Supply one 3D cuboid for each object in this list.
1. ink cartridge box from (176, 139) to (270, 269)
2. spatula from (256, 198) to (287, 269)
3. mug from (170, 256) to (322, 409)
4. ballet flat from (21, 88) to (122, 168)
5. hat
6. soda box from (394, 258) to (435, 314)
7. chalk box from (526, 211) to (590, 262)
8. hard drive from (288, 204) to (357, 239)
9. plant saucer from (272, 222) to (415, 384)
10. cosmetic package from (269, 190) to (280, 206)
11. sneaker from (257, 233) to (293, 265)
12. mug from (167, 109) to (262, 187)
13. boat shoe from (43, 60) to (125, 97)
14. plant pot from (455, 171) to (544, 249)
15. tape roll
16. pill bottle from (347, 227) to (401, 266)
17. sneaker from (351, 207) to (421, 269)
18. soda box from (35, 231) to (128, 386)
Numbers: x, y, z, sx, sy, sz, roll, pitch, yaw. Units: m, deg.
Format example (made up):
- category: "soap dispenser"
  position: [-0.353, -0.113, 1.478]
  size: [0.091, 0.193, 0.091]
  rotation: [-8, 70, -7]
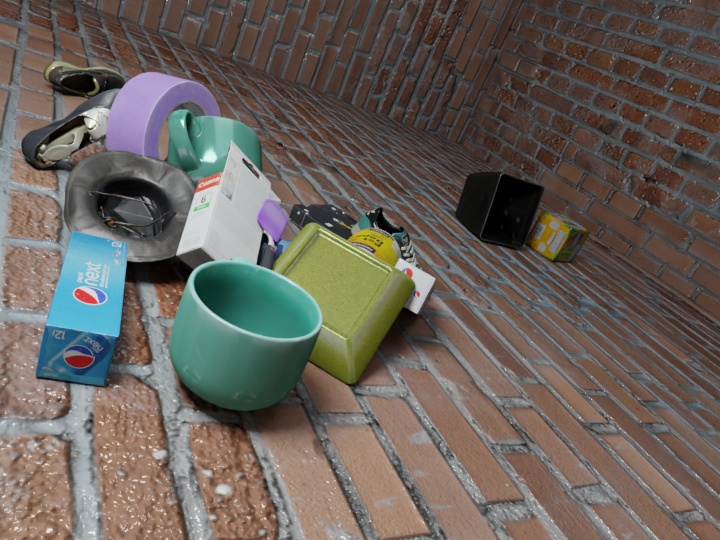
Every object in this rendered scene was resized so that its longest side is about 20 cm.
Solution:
- category: "ink cartridge box"
  position: [-0.193, -0.079, 0.862]
  size: [0.109, 0.050, 0.202]
  rotation: [48, 37, -45]
- category: "spatula"
  position: [-0.133, -0.039, 0.855]
  size: [0.057, 0.020, 0.201]
  rotation: [53, 18, -31]
- category: "mug"
  position: [-0.127, 0.073, 0.663]
  size: [0.150, 0.116, 0.185]
  rotation: [27, 21, 5]
- category: "ballet flat"
  position: [-0.455, -0.226, 0.963]
  size: [0.074, 0.198, 0.073]
  rotation: [60, -6, 11]
- category: "hat"
  position: [-0.322, -0.073, 0.838]
  size: [0.198, 0.081, 0.203]
  rotation: [14, 50, -17]
- category: "soda box"
  position: [0.084, 0.031, 0.992]
  size: [0.068, 0.064, 0.200]
  rotation: [29, 0, 8]
- category: "chalk box"
  position: [0.669, -0.110, 1.967]
  size: [0.198, 0.126, 0.124]
  rotation: [0, 32, -46]
- category: "hard drive"
  position: [-0.037, -0.076, 1.231]
  size: [0.199, 0.038, 0.139]
  rotation: [35, 24, 26]
- category: "plant saucer"
  position: [-0.043, 0.027, 0.835]
  size: [0.198, 0.048, 0.201]
  rotation: [29, 56, 11]
- category: "cosmetic package"
  position: [-0.246, -0.156, 1.140]
  size: [0.100, 0.072, 0.200]
  rotation: [7, 28, -39]
- category: "sneaker"
  position: [-0.167, -0.032, 0.947]
  size: [0.081, 0.075, 0.199]
  rotation: [5, 20, -42]
- category: "mug"
  position: [-0.247, -0.161, 0.948]
  size: [0.183, 0.151, 0.116]
  rotation: [14, 62, -40]
- category: "boat shoe"
  position: [-0.631, -0.434, 1.374]
  size: [0.065, 0.074, 0.199]
  rotation: [44, 30, 17]
- category: "plant pot"
  position: [0.413, -0.200, 1.826]
  size: [0.197, 0.203, 0.177]
  rotation: [9, 13, -34]
- category: "tape roll"
  position: [-0.335, -0.232, 1.023]
  size: [0.084, 0.203, 0.200]
  rotation: [17, 18, 21]
- category: "pill bottle"
  position: [0.000, 0.000, 0.997]
  size: [0.108, 0.110, 0.200]
  rotation: [27, 21, 6]
- category: "sneaker"
  position: [0.073, -0.032, 1.133]
  size: [0.200, 0.080, 0.071]
  rotation: [47, 29, -2]
- category: "soda box"
  position: [-0.302, 0.034, 0.650]
  size: [0.067, 0.065, 0.201]
  rotation: [14, 24, -25]
